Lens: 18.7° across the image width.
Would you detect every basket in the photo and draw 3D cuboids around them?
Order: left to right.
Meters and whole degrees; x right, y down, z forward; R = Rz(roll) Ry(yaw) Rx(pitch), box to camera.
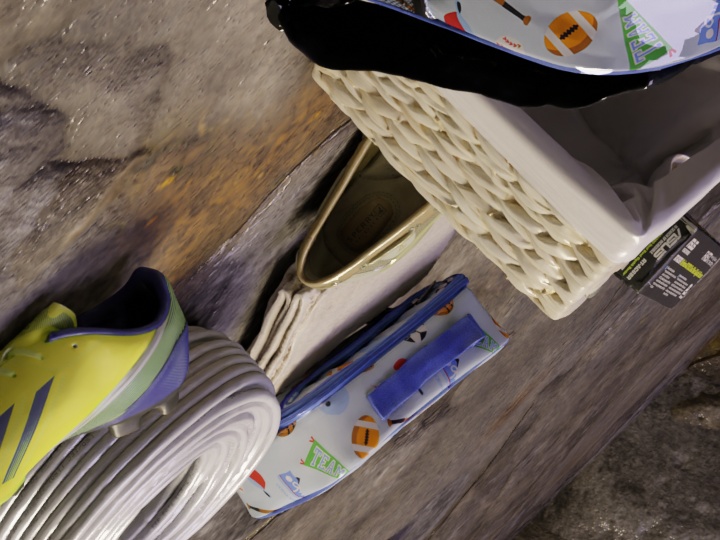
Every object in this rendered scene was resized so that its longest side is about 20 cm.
[{"bbox_3d":[0.086,-0.091,1.067,0.136,0.200,0.123,-40,169,-28],"label":"basket"}]

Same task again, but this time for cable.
[{"bbox_3d":[-0.133,0.119,1.251,0.200,0.069,0.200,-44,166,-13],"label":"cable"}]

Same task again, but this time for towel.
[{"bbox_3d":[0.000,0.000,1.400,0.200,0.034,0.133,-36,164,-41],"label":"towel"}]

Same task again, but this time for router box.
[{"bbox_3d":[0.174,-0.049,1.536,0.062,0.150,0.200,-48,166,7],"label":"router box"}]

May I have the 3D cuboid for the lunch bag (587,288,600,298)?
[{"bbox_3d":[0.156,-0.113,1.356,0.200,0.118,0.164,-55,166,-19],"label":"lunch bag"}]

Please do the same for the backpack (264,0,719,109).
[{"bbox_3d":[0.083,-0.159,0.876,0.200,0.190,0.154,-36,146,-39],"label":"backpack"}]

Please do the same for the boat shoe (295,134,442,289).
[{"bbox_3d":[0.032,-0.065,1.237,0.201,0.073,0.063,-47,173,34],"label":"boat shoe"}]

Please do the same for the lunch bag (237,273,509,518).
[{"bbox_3d":[0.003,0.079,1.467,0.200,0.076,0.160,-38,-178,-39],"label":"lunch bag"}]

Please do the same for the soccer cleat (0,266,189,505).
[{"bbox_3d":[-0.164,0.059,1.054,0.200,0.065,0.084,-29,129,-40],"label":"soccer cleat"}]
